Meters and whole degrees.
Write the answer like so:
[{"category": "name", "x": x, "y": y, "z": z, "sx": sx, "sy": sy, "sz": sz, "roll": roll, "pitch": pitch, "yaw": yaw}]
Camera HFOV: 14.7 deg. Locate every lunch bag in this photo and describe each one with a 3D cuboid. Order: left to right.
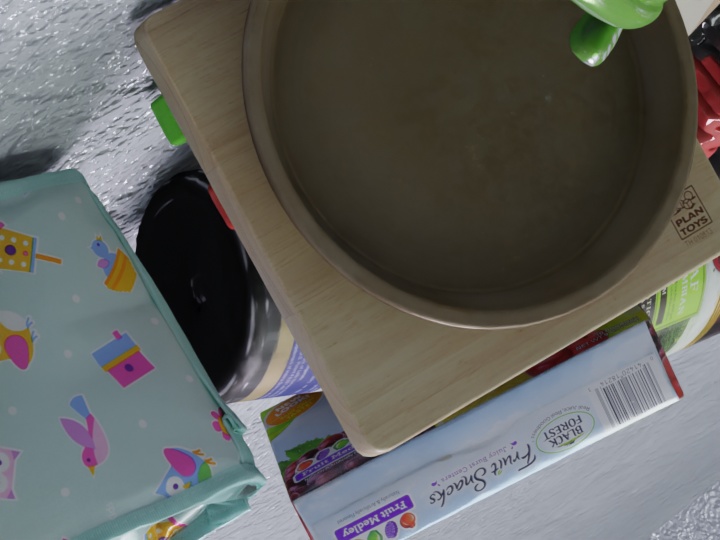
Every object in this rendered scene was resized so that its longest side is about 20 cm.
[{"category": "lunch bag", "x": -0.161, "y": 0.068, "z": 1.173, "sx": 0.200, "sy": 0.171, "sz": 0.122, "roll": -28, "pitch": 163, "yaw": -15}]

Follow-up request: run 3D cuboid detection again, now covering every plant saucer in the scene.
[{"category": "plant saucer", "x": 0.044, "y": -0.074, "z": 1.142, "sx": 0.200, "sy": 0.200, "sz": 0.029, "roll": -29, "pitch": -179, "yaw": -22}]

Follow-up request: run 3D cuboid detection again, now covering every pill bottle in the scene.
[{"category": "pill bottle", "x": 0.000, "y": 0.000, "z": 1.358, "sx": 0.200, "sy": 0.112, "sz": 0.112, "roll": -7, "pitch": 152, "yaw": -35}]

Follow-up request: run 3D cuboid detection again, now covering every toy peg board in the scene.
[{"category": "toy peg board", "x": 0.024, "y": -0.049, "z": 1.199, "sx": 0.200, "sy": 0.200, "sz": 0.098, "roll": -29, "pitch": -179, "yaw": -22}]

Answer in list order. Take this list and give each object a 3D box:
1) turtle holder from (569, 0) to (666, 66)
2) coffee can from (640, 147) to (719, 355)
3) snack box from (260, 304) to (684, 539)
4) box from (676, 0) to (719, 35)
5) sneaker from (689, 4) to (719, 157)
[{"category": "turtle holder", "x": 0.105, "y": -0.160, "z": 1.054, "sx": 0.132, "sy": 0.141, "sz": 0.185, "roll": -38, "pitch": 131, "yaw": 18}, {"category": "coffee can", "x": 0.153, "y": -0.014, "z": 1.664, "sx": 0.200, "sy": 0.147, "sz": 0.146, "roll": -19, "pitch": 159, "yaw": -46}, {"category": "snack box", "x": 0.053, "y": 0.070, "z": 1.441, "sx": 0.200, "sy": 0.053, "sz": 0.142, "roll": -27, "pitch": -164, "yaw": -1}, {"category": "box", "x": 0.126, "y": -0.160, "z": 1.243, "sx": 0.078, "sy": 0.095, "sz": 0.200, "roll": -21, "pitch": 162, "yaw": -44}, {"category": "sneaker", "x": 0.190, "y": -0.109, "z": 1.480, "sx": 0.098, "sy": 0.071, "sz": 0.200, "roll": -38, "pitch": 179, "yaw": -28}]
